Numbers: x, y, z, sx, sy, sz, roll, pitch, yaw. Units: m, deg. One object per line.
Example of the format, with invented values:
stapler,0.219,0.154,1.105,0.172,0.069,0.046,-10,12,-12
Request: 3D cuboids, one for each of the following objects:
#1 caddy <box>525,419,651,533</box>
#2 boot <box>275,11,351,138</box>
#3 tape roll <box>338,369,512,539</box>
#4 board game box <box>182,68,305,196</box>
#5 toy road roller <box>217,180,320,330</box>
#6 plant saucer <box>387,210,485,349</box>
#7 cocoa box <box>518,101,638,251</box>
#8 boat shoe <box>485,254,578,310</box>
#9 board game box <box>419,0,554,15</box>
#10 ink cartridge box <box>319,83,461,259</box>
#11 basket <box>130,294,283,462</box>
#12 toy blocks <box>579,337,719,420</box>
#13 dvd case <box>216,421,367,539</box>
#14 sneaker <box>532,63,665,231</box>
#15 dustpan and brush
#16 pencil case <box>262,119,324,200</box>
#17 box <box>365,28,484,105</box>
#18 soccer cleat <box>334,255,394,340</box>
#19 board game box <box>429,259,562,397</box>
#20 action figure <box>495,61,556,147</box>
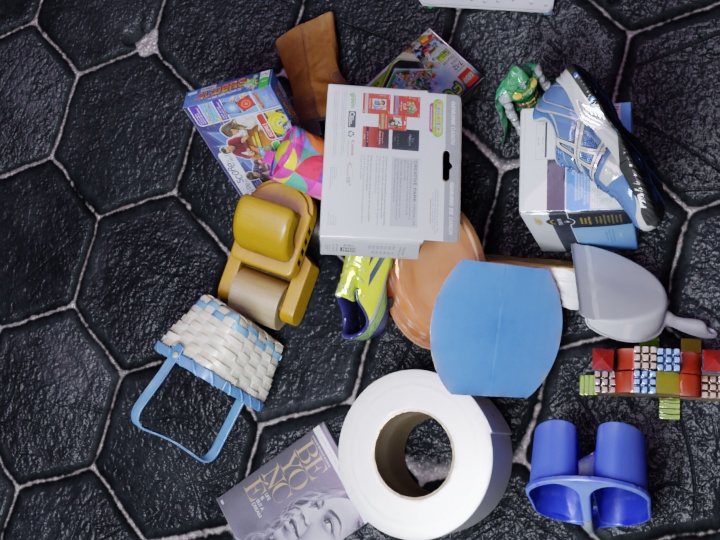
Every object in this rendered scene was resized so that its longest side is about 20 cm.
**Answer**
caddy,0.268,0.252,1.103,0.139,0.201,0.107,-2,62,18
boot,-0.026,-0.291,1.395,0.186,0.068,0.203,-21,66,23
tape roll,0.085,0.233,1.198,0.199,0.139,0.207,-4,78,20
board game box,-0.145,-0.183,1.332,0.133,0.201,0.035,-10,49,17
toy road roller,-0.129,-0.028,1.316,0.121,0.146,0.203,18,87,15
plant saucer,0.100,0.002,1.246,0.199,0.037,0.204,11,104,51
cocoa box,0.275,-0.108,1.161,0.129,0.200,0.136,-1,78,19
boat shoe,0.196,0.018,1.235,0.197,0.070,0.071,7,101,32
board game box,0.197,-0.468,1.354,0.197,0.026,0.204,9,83,22
ink cartridge box,0.038,-0.122,1.195,0.172,0.084,0.204,4,76,-1
basket,-0.210,0.154,1.308,0.138,0.176,0.202,18,72,36
toy blocks,0.354,0.123,1.122,0.196,0.136,0.102,0,80,20
dvd case,-0.091,0.329,1.308,0.199,0.016,0.150,-36,70,10
sneaker,0.263,-0.125,1.033,0.077,0.075,0.202,-38,69,30
dustpan and brush,0.349,0.045,1.150,0.196,0.058,0.141,10,42,-2
pencil case,-0.031,-0.128,1.291,0.198,0.088,0.090,23,87,-21
box,0.067,-0.233,1.299,0.110,0.035,0.200,42,71,9
soccer cleat,0.001,0.001,1.261,0.064,0.083,0.204,19,120,46
board game box,0.158,0.071,1.151,0.039,0.197,0.161,11,94,61
action figure,0.214,-0.216,1.205,0.118,0.200,0.055,-42,70,8
